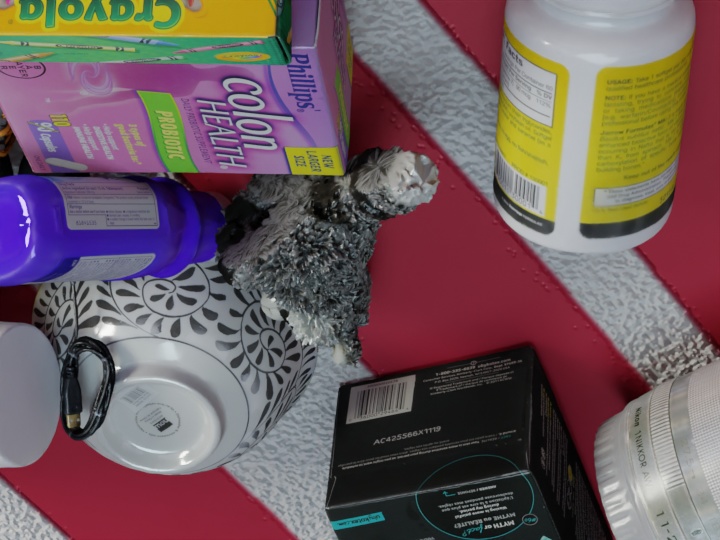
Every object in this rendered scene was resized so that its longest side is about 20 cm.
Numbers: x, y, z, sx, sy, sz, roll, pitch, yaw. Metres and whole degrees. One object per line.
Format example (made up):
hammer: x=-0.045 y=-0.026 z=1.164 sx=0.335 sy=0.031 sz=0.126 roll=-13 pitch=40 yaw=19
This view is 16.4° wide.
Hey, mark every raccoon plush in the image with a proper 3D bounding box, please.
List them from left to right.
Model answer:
raccoon plush: x=0.000 y=0.000 z=1.584 sx=0.200 sy=0.097 sz=0.134 roll=-1 pitch=146 yaw=49

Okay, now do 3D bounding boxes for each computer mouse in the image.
computer mouse: x=-0.195 y=0.014 z=1.628 sx=0.058 sy=0.034 sz=0.201 roll=-4 pitch=96 yaw=30

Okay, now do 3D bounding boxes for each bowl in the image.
bowl: x=-0.132 y=0.075 z=1.693 sx=0.200 sy=0.094 sz=0.201 roll=2 pitch=129 yaw=3

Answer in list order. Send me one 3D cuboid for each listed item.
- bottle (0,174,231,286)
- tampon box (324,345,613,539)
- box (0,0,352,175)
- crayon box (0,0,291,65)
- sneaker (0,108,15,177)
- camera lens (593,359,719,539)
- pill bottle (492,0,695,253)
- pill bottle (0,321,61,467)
bottle: x=-0.159 y=-0.026 z=1.567 sx=0.083 sy=0.200 sz=0.066 roll=-11 pitch=85 yaw=39
tampon box: x=0.079 y=0.178 z=1.733 sx=0.149 sy=0.126 sz=0.200 roll=-12 pitch=127 yaw=16
box: x=-0.112 y=-0.134 z=1.476 sx=0.199 sy=0.097 sz=0.176 roll=0 pitch=158 yaw=5
crayon box: x=-0.136 y=-0.176 z=1.360 sx=0.199 sy=0.119 sz=0.058 roll=1 pitch=170 yaw=6
sneaker: x=-0.242 y=-0.116 z=1.565 sx=0.077 sy=0.078 sz=0.200 roll=-7 pitch=127 yaw=5
camera lens: x=0.276 y=0.129 z=1.653 sx=0.200 sy=0.160 sz=0.160 roll=-25 pitch=122 yaw=24
pill bottle: x=0.141 y=-0.120 z=1.498 sx=0.114 sy=0.114 sz=0.200 roll=4 pitch=129 yaw=2
pill bottle: x=-0.309 y=0.081 z=1.674 sx=0.199 sy=0.113 sz=0.114 roll=-1 pitch=130 yaw=26
